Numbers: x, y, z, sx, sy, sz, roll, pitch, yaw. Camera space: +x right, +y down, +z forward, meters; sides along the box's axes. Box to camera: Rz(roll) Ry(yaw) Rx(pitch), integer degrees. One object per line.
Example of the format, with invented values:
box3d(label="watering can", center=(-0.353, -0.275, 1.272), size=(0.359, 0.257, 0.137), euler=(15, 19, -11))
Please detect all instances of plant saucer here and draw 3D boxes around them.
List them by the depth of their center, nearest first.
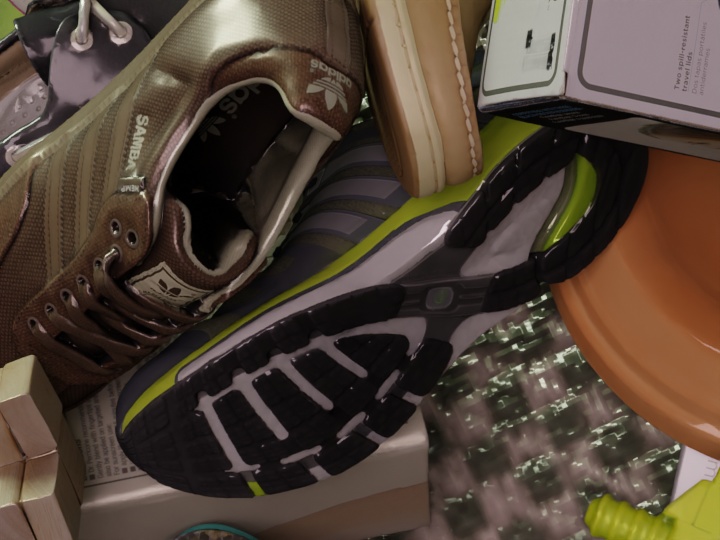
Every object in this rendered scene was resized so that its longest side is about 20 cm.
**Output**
box3d(label="plant saucer", center=(0.160, -0.027, 0.944), size=(0.199, 0.037, 0.201), euler=(-2, 64, 5))

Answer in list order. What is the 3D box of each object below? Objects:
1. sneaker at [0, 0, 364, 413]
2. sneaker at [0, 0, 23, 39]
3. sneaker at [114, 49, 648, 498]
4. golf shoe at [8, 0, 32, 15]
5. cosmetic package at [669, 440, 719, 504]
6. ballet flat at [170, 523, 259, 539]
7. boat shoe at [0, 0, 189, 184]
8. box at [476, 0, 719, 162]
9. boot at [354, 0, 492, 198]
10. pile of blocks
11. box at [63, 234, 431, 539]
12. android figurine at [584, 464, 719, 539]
box3d(label="sneaker", center=(-0.071, -0.011, 0.860), size=(0.070, 0.076, 0.200), euler=(26, 120, -24))
box3d(label="sneaker", center=(-0.140, -0.056, 1.020), size=(0.074, 0.084, 0.201), euler=(10, 91, 11))
box3d(label="sneaker", center=(0.000, 0.000, 0.922), size=(0.200, 0.074, 0.081), euler=(-35, 39, -10))
box3d(label="golf shoe", center=(-0.062, -0.175, 0.975), size=(0.075, 0.091, 0.201), euler=(30, 62, -18))
box3d(label="cosmetic package", center=(0.204, 0.107, 0.951), size=(0.199, 0.074, 0.102), euler=(12, 90, 13))
box3d(label="ballet flat", center=(0.012, 0.157, 0.953), size=(0.200, 0.072, 0.072), euler=(26, 94, -18))
box3d(label="boat shoe", center=(-0.095, -0.063, 0.912), size=(0.200, 0.074, 0.060), euler=(-37, 125, 19))
box3d(label="box", center=(0.143, -0.089, 0.854), size=(0.199, 0.060, 0.117), euler=(9, 86, -23))
box3d(label="boot", center=(0.070, -0.121, 0.898), size=(0.155, 0.073, 0.201), euler=(-3, 62, -4))
box3d(label="pile of blocks", center=(-0.146, 0.121, 0.893), size=(0.082, 0.062, 0.201), euler=(15, 119, -11))
box3d(label="box", center=(-0.080, 0.055, 0.971), size=(0.199, 0.078, 0.095), euler=(-10, 63, -3))
box3d(label="android figurine", center=(0.155, 0.135, 0.873), size=(0.199, 0.041, 0.183), euler=(24, 80, 9))
